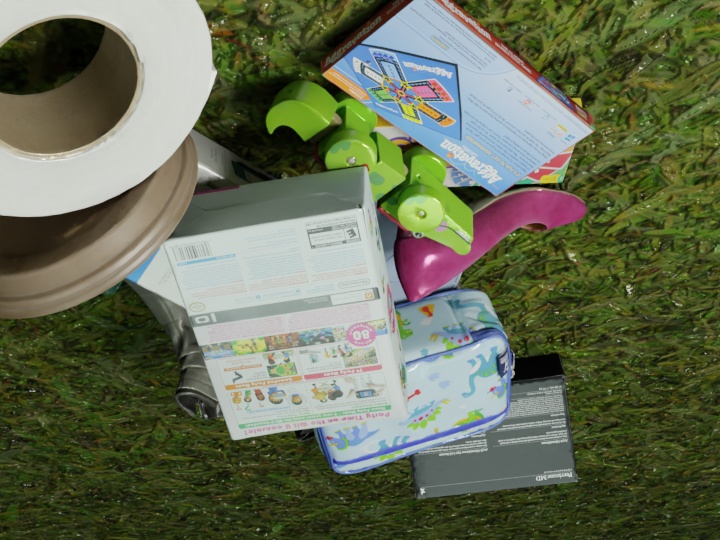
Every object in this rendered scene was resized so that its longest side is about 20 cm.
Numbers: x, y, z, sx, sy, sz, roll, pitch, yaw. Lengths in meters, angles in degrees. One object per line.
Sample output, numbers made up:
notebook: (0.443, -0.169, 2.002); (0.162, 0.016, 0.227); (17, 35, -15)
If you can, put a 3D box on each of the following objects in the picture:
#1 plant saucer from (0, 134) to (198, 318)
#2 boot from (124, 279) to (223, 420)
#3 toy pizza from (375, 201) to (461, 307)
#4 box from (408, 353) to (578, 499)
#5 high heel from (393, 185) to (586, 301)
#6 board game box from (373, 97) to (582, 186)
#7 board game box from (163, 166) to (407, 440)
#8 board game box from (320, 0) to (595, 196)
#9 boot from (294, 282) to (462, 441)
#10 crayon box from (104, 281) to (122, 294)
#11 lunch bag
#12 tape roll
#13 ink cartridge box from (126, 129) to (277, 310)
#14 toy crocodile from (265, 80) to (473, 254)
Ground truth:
plant saucer: (-0.212, -0.052, 0.798); (0.199, 0.201, 0.030); (-12, 137, 16)
boot: (-0.169, 0.066, 1.093); (0.067, 0.132, 0.200); (-14, 151, 18)
toy pizza: (0.000, 0.000, 1.018); (0.199, 0.032, 0.201); (-11, 136, -11)
box: (0.155, 0.190, 1.354); (0.198, 0.142, 0.079); (-7, -165, 8)
high heel: (0.117, -0.024, 0.967); (0.199, 0.097, 0.067); (-1, 177, -34)
board game box: (0.076, -0.103, 0.918); (0.198, 0.030, 0.096); (0, 153, -1)
board game box: (-0.050, 0.030, 0.848); (0.146, 0.064, 0.201); (-8, 125, 6)
board game box: (0.077, -0.130, 0.833); (0.103, 0.020, 0.199); (-34, 134, 31)
boot: (0.014, 0.085, 1.119); (0.173, 0.069, 0.201); (-6, 123, -21)
crayon box: (-0.291, -0.042, 0.948); (0.199, 0.059, 0.119); (10, 150, -24)
lunch bag: (0.046, 0.109, 1.062); (0.199, 0.083, 0.161); (-15, 138, -8)
tape roll: (-0.195, -0.131, 0.694); (0.201, 0.071, 0.203); (-21, 141, -18)
ink cartridge box: (-0.100, -0.019, 0.903); (0.199, 0.067, 0.116); (30, 110, -22)
toy crocodile: (0.014, -0.076, 0.856); (0.200, 0.068, 0.062); (35, 126, -29)
